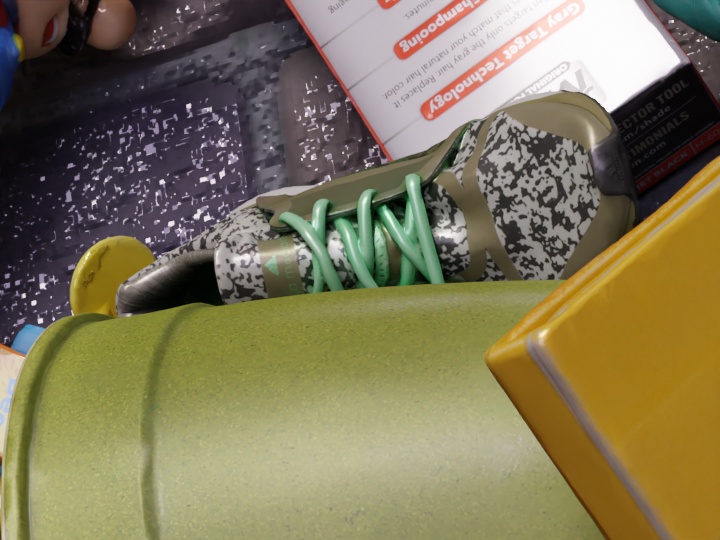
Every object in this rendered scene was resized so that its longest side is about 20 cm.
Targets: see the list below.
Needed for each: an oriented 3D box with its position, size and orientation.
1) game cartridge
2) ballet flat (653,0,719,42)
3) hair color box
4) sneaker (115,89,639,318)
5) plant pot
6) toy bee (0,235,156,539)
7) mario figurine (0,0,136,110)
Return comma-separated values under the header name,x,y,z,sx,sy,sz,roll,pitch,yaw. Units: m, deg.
name,x,y,z,sx,sy,sz,roll,pitch,yaw
game cartridge,0.144,0.057,0.688,0.176,0.032,0.200,-37,97,-35
ballet flat,0.115,-0.172,0.857,0.070,0.067,0.200,15,103,47
hair color box,0.029,-0.101,0.937,0.101,0.061,0.200,-35,59,6
sneaker,0.000,0.000,0.832,0.200,0.089,0.077,-21,84,45
plant pot,0.031,0.085,0.762,0.193,0.200,0.200,-15,64,15
toy bee,-0.127,0.051,0.910,0.200,0.109,0.131,-1,70,22
mario figurine,-0.128,-0.074,0.963,0.123,0.106,0.200,-4,42,42
